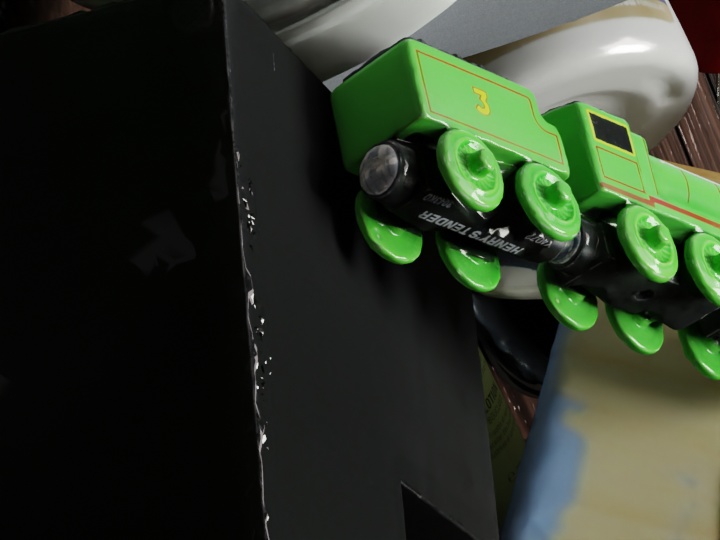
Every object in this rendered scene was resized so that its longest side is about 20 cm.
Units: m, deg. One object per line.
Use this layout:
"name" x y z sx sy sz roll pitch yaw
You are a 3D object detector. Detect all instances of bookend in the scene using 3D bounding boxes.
"bookend" -0.031 0.062 0.744 0.200 0.092 0.199 42 39 -62

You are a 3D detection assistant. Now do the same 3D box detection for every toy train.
"toy train" 0.069 -0.012 0.784 0.200 0.042 0.056 19 48 -44

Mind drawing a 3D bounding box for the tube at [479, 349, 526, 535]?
"tube" 0.000 0.000 0.961 0.200 0.052 0.058 64 -13 -21

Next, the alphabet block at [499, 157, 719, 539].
"alphabet block" 0.147 0.106 0.914 0.196 0.200 0.195 88 16 -61

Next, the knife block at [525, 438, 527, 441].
"knife block" 0.122 0.137 1.183 0.176 0.064 0.200 48 32 -54

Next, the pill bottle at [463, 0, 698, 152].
"pill bottle" 0.028 -0.126 1.012 0.200 0.111 0.111 67 14 22

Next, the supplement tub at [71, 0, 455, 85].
"supplement tub" -0.051 -0.155 0.744 0.200 0.144 0.144 57 25 -29

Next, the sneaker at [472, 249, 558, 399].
"sneaker" 0.061 -0.036 1.070 0.130 0.079 0.199 -125 -155 -73

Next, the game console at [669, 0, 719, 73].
"game console" 0.101 -0.171 1.152 0.200 0.119 0.172 138 -60 -74

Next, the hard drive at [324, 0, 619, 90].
"hard drive" 0.045 -0.144 0.927 0.135 0.200 0.042 61 -21 20
